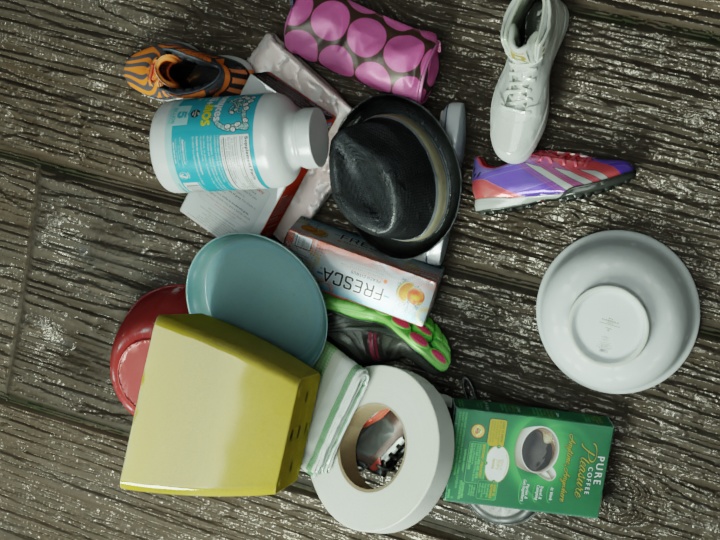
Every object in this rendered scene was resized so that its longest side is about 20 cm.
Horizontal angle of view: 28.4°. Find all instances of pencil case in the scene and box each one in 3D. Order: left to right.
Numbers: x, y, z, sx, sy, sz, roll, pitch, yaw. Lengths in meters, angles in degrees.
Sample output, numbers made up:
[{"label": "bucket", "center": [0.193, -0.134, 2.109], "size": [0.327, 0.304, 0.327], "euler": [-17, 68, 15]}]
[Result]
[{"label": "pencil case", "center": [0.005, -0.277, 1.727], "size": [0.198, 0.091, 0.095], "euler": [25, 86, 10]}]

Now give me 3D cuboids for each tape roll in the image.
[{"label": "tape roll", "center": [0.023, 0.217, 1.732], "size": [0.201, 0.037, 0.206], "euler": [-10, 72, 35]}]

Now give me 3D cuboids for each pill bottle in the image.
[{"label": "pill bottle", "center": [-0.140, -0.151, 1.679], "size": [0.197, 0.111, 0.113], "euler": [-2, 99, 18]}]

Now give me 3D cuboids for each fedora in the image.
[{"label": "fedora", "center": [0.023, -0.109, 1.685], "size": [0.198, 0.091, 0.204], "euler": [5, 100, 34]}]

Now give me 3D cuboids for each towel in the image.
[{"label": "towel", "center": [-0.103, -0.165, 1.806], "size": [0.191, 0.032, 0.201], "euler": [41, 109, 7]}, {"label": "towel", "center": [-0.077, 0.152, 1.796], "size": [0.199, 0.030, 0.151], "euler": [33, 99, 46]}]

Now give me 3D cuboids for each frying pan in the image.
[{"label": "frying pan", "center": [0.179, 0.232, 1.786], "size": [0.113, 0.031, 0.193], "euler": [3, 103, 16]}]

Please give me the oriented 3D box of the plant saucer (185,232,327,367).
[{"label": "plant saucer", "center": [-0.125, 0.043, 1.769], "size": [0.198, 0.027, 0.203], "euler": [10, 117, 21]}]

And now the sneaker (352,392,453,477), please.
[{"label": "sneaker", "center": [0.041, 0.217, 1.787], "size": [0.199, 0.077, 0.083], "euler": [-29, 56, 30]}]

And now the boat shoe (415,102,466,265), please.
[{"label": "boat shoe", "center": [0.085, -0.108, 1.733], "size": [0.064, 0.074, 0.203], "euler": [12, 101, 11]}]

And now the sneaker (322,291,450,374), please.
[{"label": "sneaker", "center": [0.025, 0.083, 1.793], "size": [0.198, 0.077, 0.085], "euler": [24, 119, 19]}]

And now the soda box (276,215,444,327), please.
[{"label": "soda box", "center": [0.000, 0.000, 1.767], "size": [0.198, 0.068, 0.064], "euler": [20, 111, 6]}]

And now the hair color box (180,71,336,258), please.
[{"label": "hair color box", "center": [-0.128, -0.132, 1.771], "size": [0.110, 0.064, 0.201], "euler": [34, 110, 10]}]

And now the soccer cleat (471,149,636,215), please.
[{"label": "soccer cleat", "center": [0.227, -0.116, 1.693], "size": [0.197, 0.068, 0.074], "euler": [-10, 88, 20]}]

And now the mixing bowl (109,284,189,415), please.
[{"label": "mixing bowl", "center": [-0.252, 0.126, 1.862], "size": [0.197, 0.108, 0.203], "euler": [3, 99, 16]}]

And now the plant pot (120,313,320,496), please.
[{"label": "plant pot", "center": [-0.154, 0.170, 1.685], "size": [0.174, 0.200, 0.203], "euler": [13, 91, 10]}]

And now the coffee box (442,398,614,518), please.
[{"label": "coffee box", "center": [0.203, 0.229, 1.737], "size": [0.197, 0.044, 0.125], "euler": [6, 102, -3]}]

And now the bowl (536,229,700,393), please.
[{"label": "bowl", "center": [0.298, 0.057, 1.684], "size": [0.198, 0.090, 0.204], "euler": [3, 99, 18]}]

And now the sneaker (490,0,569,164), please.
[{"label": "sneaker", "center": [0.182, -0.229, 1.642], "size": [0.073, 0.115, 0.203], "euler": [14, 92, 20]}]

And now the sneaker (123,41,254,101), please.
[{"label": "sneaker", "center": [-0.237, -0.253, 1.777], "size": [0.198, 0.112, 0.079], "euler": [6, 93, 31]}]
